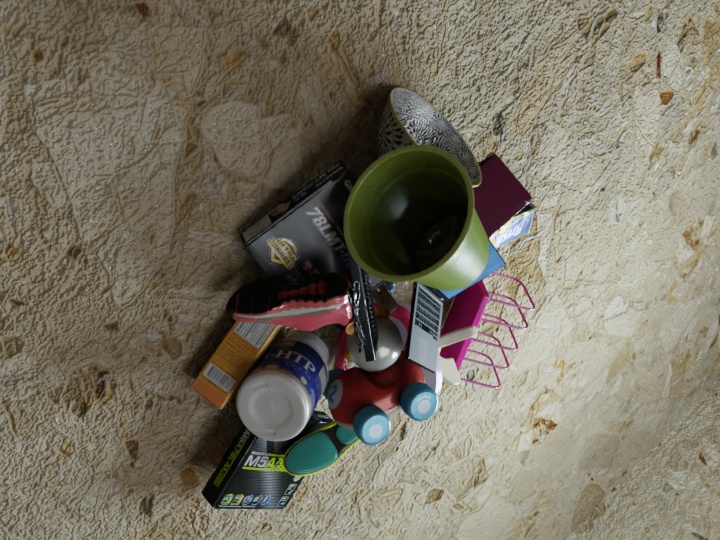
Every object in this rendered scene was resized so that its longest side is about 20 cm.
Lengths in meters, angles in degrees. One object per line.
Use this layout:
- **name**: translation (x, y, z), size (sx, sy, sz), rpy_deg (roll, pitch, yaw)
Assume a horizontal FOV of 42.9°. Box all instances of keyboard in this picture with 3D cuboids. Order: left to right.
- **keyboard**: translation (0.005, 0.048, 1.378), size (0.127, 0.020, 0.202), rpy_deg (-71, 155, -58)

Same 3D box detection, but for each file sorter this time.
- **file sorter**: translation (0.254, 0.116, 1.853), size (0.124, 0.139, 0.202), rpy_deg (14, 115, -13)

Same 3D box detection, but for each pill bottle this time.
- **pill bottle**: translation (-0.118, 0.181, 1.506), size (0.200, 0.119, 0.121), rpy_deg (-59, 171, -67)

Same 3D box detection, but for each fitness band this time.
- **fitness band**: translation (0.028, 0.145, 1.693), size (0.142, 0.038, 0.202), rpy_deg (12, 119, -8)

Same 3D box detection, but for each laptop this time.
- **laptop**: translation (0.161, 0.063, 1.512), size (0.187, 0.115, 0.202), rpy_deg (35, 60, -68)

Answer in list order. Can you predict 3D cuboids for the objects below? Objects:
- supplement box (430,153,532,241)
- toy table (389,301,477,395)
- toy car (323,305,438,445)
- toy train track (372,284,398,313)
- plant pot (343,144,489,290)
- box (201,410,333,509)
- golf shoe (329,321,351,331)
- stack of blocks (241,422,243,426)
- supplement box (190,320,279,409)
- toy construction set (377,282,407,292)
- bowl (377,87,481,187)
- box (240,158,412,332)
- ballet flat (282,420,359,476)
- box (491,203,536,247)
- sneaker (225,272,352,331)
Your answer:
- **supplement box**: translation (0.186, -0.105, 1.574), size (0.131, 0.103, 0.200), rpy_deg (-42, -175, -12)
- **toy table**: translation (0.124, 0.149, 1.765), size (0.117, 0.183, 0.202), rpy_deg (-17, 99, -45)
- **toy car**: translation (0.012, 0.151, 1.552), size (0.175, 0.184, 0.202), rpy_deg (-23, 116, -16)
- **toy train track**: translation (0.000, 0.000, 1.516), size (0.115, 0.032, 0.200), rpy_deg (-45, 127, -7)
- **plant pot**: translation (0.105, -0.052, 1.349), size (0.201, 0.200, 0.190), rpy_deg (-52, 147, 2)
- **box**: translation (-0.157, 0.329, 1.609), size (0.199, 0.047, 0.194), rpy_deg (22, 105, -54)
- **golf shoe**: translation (-0.062, 0.023, 1.511), size (0.072, 0.092, 0.201), rpy_deg (-41, 141, -9)
- **stack of blocks**: translation (-0.153, 0.276, 1.657), size (0.114, 0.058, 0.202), rpy_deg (-17, 132, -38)
- **supplement box**: translation (-0.186, 0.120, 1.467), size (0.201, 0.069, 0.067), rpy_deg (-53, -179, 3)
- **toy construction set**: translation (0.063, -0.064, 1.547), size (0.201, 0.091, 0.132), rpy_deg (95, 16, -56)
- **bowl**: translation (0.090, -0.181, 1.446), size (0.094, 0.202, 0.200), rpy_deg (-42, 150, 27)
- **box**: translation (-0.050, -0.035, 1.417), size (0.198, 0.050, 0.201), rpy_deg (-34, 120, 2)
- **ballet flat**: translation (-0.051, 0.301, 1.615), size (0.199, 0.067, 0.067), rpy_deg (-30, 175, -20)
- **box**: translation (0.245, -0.085, 1.767), size (0.199, 0.070, 0.065), rpy_deg (-24, 138, -32)
- **sneaker**: translation (-0.104, 0.064, 1.380), size (0.198, 0.074, 0.087), rpy_deg (-5, 132, 13)
